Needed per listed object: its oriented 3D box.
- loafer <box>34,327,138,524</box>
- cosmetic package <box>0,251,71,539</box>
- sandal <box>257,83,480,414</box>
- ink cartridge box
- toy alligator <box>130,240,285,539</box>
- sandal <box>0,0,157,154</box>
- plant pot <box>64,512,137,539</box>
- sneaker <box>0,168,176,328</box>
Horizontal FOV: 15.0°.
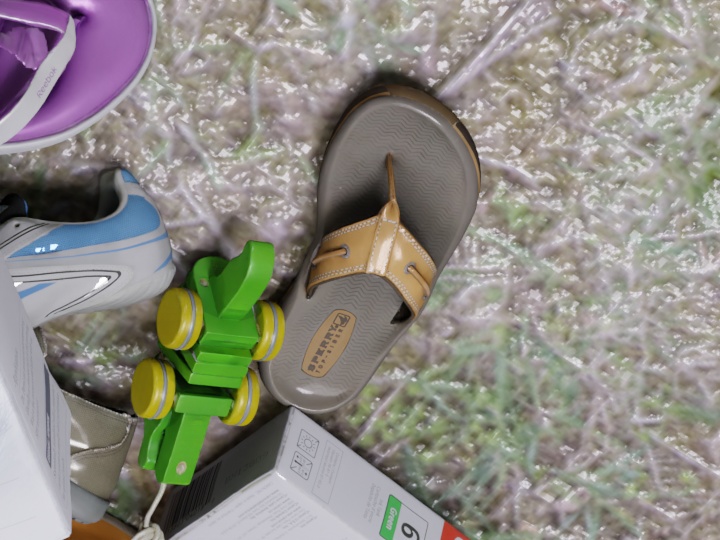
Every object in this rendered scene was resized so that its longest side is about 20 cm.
[{"bbox_3d":[-0.194,0.046,1.379,0.200,0.075,0.070,40,84,-20],"label":"loafer"},{"bbox_3d":[-0.249,0.037,1.161,0.198,0.123,0.201,-19,115,2],"label":"cosmetic package"},{"bbox_3d":[0.000,0.000,1.341,0.081,0.055,0.201,22,122,-11],"label":"sandal"},{"bbox_3d":[0.000,0.165,1.439,0.200,0.051,0.109,37,131,-21],"label":"ink cartridge box"},{"bbox_3d":[-0.089,0.061,1.379,0.059,0.054,0.201,7,119,-29],"label":"toy alligator"},{"bbox_3d":[-0.173,-0.089,1.229,0.202,0.050,0.083,-21,95,-29],"label":"sandal"},{"bbox_3d":[-0.177,0.225,1.426,0.200,0.200,0.184,30,104,-16],"label":"plant pot"},{"bbox_3d":[-0.185,0.009,1.309,0.199,0.072,0.073,-23,88,-24],"label":"sneaker"}]
